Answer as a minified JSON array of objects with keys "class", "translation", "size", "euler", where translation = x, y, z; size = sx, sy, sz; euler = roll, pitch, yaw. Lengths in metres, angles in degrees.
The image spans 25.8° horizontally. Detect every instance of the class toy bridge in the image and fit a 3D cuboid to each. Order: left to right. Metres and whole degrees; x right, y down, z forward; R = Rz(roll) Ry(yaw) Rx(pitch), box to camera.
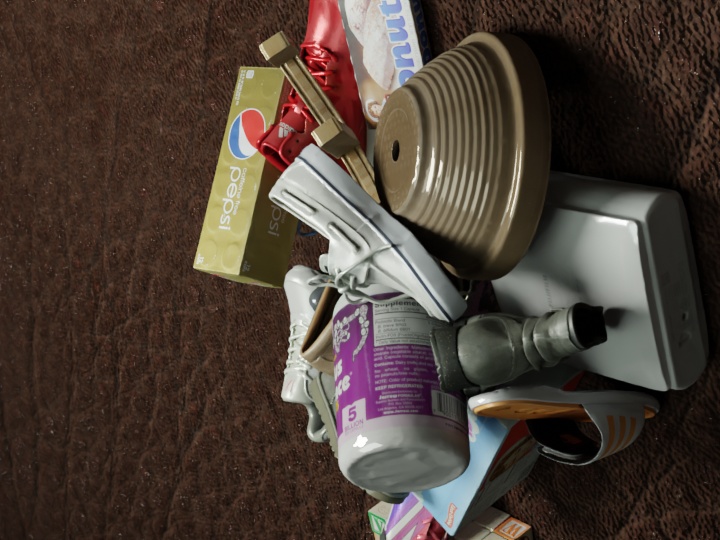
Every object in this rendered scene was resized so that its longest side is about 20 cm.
[{"class":"toy bridge","translation":[-0.020,-0.115,1.370],"size":[0.201,0.027,0.067],"euler":[58,-172,12]}]

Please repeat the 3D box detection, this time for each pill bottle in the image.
[{"class":"pill bottle","translation":[0.032,0.074,1.323],"size":[0.112,0.111,0.202],"euler":[122,150,-55]}]

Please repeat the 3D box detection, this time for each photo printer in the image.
[{"class":"photo printer","translation":[0.183,0.002,1.293],"size":[0.199,0.069,0.168],"euler":[15,128,48]}]

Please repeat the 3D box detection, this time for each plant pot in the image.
[{"class":"plant pot","translation":[0.070,-0.094,1.268],"size":[0.200,0.092,0.204],"euler":[-177,90,-69]}]

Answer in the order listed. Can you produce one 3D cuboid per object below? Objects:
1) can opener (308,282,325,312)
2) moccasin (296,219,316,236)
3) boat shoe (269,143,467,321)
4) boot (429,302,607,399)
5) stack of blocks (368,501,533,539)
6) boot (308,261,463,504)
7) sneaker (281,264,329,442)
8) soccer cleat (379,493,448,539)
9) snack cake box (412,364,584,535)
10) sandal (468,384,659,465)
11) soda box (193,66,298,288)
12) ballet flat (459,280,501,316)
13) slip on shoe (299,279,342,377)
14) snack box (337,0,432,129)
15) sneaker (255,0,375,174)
[{"class":"can opener","translation":[-0.002,0.097,1.606],"size":[0.053,0.066,0.201],"euler":[37,160,47]},{"class":"moccasin","translation":[-0.056,-0.075,1.564],"size":[0.199,0.068,0.081],"euler":[30,138,39]},{"class":"boat shoe","translation":[-0.005,-0.012,1.266],"size":[0.202,0.086,0.075],"euler":[45,176,23]},{"class":"boot","translation":[0.137,0.059,1.252],"size":[0.129,0.200,0.069],"euler":[-13,88,14]},{"class":"stack of blocks","translation":[0.098,0.296,1.667],"size":[0.199,0.058,0.116],"euler":[20,131,46]},{"class":"boot","translation":[0.040,0.092,1.482],"size":[0.200,0.072,0.183],"euler":[-50,54,24]},{"class":"sneaker","translation":[-0.046,0.095,1.662],"size":[0.078,0.099,0.202],"euler":[5,120,52]},{"class":"soccer cleat","translation":[0.066,0.252,1.585],"size":[0.073,0.068,0.202],"euler":[-8,67,37]},{"class":"snack cake box","translation":[0.124,0.146,1.453],"size":[0.067,0.115,0.201],"euler":[45,145,20]},{"class":"sandal","translation":[0.167,0.132,1.302],"size":[0.079,0.205,0.060],"euler":[-19,71,46]},{"class":"soda box","translation":[-0.094,-0.089,1.501],"size":[0.067,0.064,0.202],"euler":[8,84,43]},{"class":"ballet flat","translation":[0.060,0.082,1.407],"size":[0.071,0.200,0.069],"euler":[40,-179,4]},{"class":"slip on shoe","translation":[0.000,0.000,1.456],"size":[0.076,0.060,0.202],"euler":[30,100,64]},{"class":"snack box","translation":[0.019,-0.219,1.363],"size":[0.071,0.024,0.202],"euler":[2,119,30]},{"class":"sneaker","translation":[-0.039,-0.160,1.426],"size":[0.078,0.115,0.202],"euler":[23,134,43]}]
